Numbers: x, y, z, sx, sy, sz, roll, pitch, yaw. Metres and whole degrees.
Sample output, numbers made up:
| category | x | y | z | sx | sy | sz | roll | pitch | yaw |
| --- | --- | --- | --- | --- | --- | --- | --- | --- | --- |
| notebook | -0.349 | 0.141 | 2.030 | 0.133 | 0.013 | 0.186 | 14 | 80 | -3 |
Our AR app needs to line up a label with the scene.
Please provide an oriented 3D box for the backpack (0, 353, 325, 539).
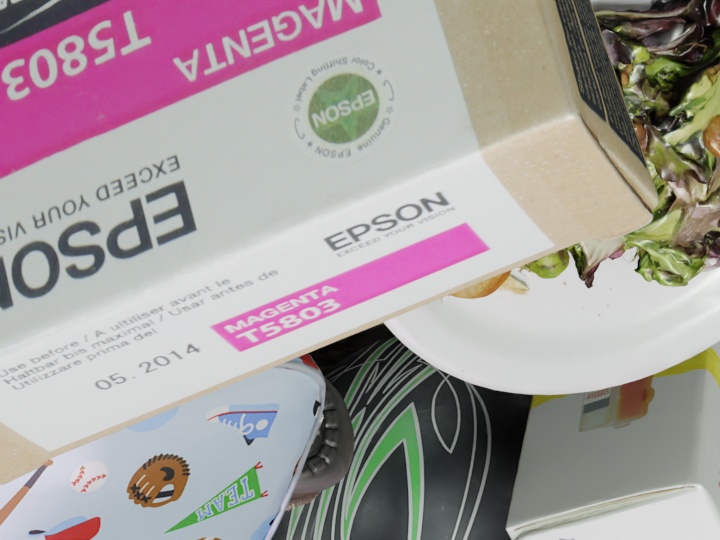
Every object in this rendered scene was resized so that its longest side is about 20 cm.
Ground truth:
| category | x | y | z | sx | sy | sz | roll | pitch | yaw |
| --- | --- | --- | --- | --- | --- | --- | --- | --- | --- |
| backpack | -0.104 | 0.042 | 0.968 | 0.200 | 0.154 | 0.191 | 0 | 138 | -20 |

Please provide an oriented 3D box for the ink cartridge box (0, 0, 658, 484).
| category | x | y | z | sx | sy | sz | roll | pitch | yaw |
| --- | --- | --- | --- | --- | --- | --- | --- | --- | --- |
| ink cartridge box | -0.044 | -0.059 | 0.778 | 0.200 | 0.165 | 0.075 | -22 | 155 | 12 |

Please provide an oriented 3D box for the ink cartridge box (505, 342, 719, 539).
| category | x | y | z | sx | sy | sz | roll | pitch | yaw |
| --- | --- | --- | --- | --- | --- | --- | --- | --- | --- |
| ink cartridge box | 0.133 | 0.090 | 1.193 | 0.083 | 0.200 | 0.145 | -17 | 119 | 21 |

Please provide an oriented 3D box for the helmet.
| category | x | y | z | sx | sy | sz | roll | pitch | yaw |
| --- | --- | --- | --- | --- | --- | --- | --- | --- | --- |
| helmet | 0.038 | 0.121 | 1.302 | 0.200 | 0.191 | 0.200 | -3 | -168 | 1 |

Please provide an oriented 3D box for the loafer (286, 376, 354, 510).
| category | x | y | z | sx | sy | sz | roll | pitch | yaw |
| --- | --- | --- | --- | --- | --- | --- | --- | --- | --- |
| loafer | -0.101 | 0.064 | 1.234 | 0.200 | 0.073 | 0.071 | 9 | 149 | 6 |

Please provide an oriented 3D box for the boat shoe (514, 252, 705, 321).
| category | x | y | z | sx | sy | sz | roll | pitch | yaw |
| --- | --- | --- | --- | --- | --- | --- | --- | --- | --- |
| boat shoe | 0.072 | -0.006 | 1.056 | 0.200 | 0.060 | 0.072 | 3 | 163 | -33 |

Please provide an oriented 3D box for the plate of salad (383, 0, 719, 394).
| category | x | y | z | sx | sy | sz | roll | pitch | yaw |
| --- | --- | --- | --- | --- | --- | --- | --- | --- | --- |
| plate of salad | 0.091 | -0.037 | 0.977 | 0.200 | 0.048 | 0.200 | -12 | 125 | -18 |
